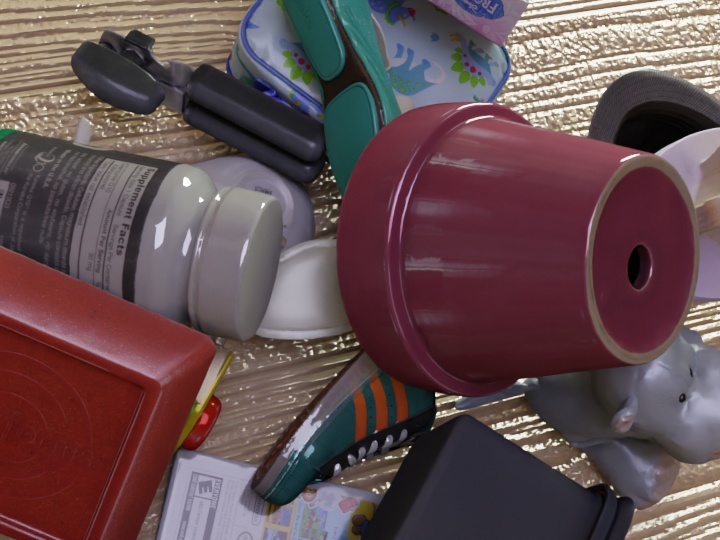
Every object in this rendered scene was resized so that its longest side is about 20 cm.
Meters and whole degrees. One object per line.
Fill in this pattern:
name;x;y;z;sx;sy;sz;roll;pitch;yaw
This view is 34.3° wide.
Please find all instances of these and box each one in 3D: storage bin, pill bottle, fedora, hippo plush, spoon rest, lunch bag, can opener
storage bin;0.067;0.203;0.783;0.134;0.146;0.201;38;60;-6
pill bottle;-0.158;-0.020;0.757;0.198;0.113;0.114;12;69;9
fedora;0.238;-0.060;0.946;0.198;0.090;0.179;19;71;-22
hippo plush;0.208;0.070;0.860;0.199;0.161;0.160;31;68;-4
spoon rest;-0.125;-0.056;0.875;0.198;0.061;0.100;19;66;-23
lunch bag;0.004;-0.159;0.921;0.199;0.082;0.161;36;66;-2
can opener;-0.119;-0.119;0.873;0.198;0.053;0.067;24;57;4

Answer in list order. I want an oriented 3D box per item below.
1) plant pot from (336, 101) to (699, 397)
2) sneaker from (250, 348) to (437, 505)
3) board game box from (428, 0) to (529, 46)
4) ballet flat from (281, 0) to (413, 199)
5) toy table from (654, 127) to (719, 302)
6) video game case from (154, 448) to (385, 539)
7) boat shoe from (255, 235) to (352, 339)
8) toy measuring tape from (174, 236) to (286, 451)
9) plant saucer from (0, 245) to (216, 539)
plant pot;0.113;-0.012;0.766;0.199;0.178;0.202;-3;95;-43
sneaker;0.009;0.106;0.838;0.080;0.071;0.200;47;60;0
board game box;0.046;-0.268;0.926;0.198;0.041;0.200;32;26;-3
ballet flat;0.003;-0.133;0.841;0.070;0.067;0.202;-11;80;-39
toy table;0.294;-0.055;0.855;0.199;0.117;0.185;-31;92;-28
video game case;-0.062;0.241;0.808;0.180;0.023;0.202;15;69;-10
boat shoe;0.001;0.003;0.880;0.200;0.060;0.073;-21;88;-13
toy measuring tape;-0.115;0.060;0.819;0.073;0.074;0.201;30;72;-4
plant saucer;-0.215;0.092;0.731;0.198;0.201;0.037;24;25;-5
